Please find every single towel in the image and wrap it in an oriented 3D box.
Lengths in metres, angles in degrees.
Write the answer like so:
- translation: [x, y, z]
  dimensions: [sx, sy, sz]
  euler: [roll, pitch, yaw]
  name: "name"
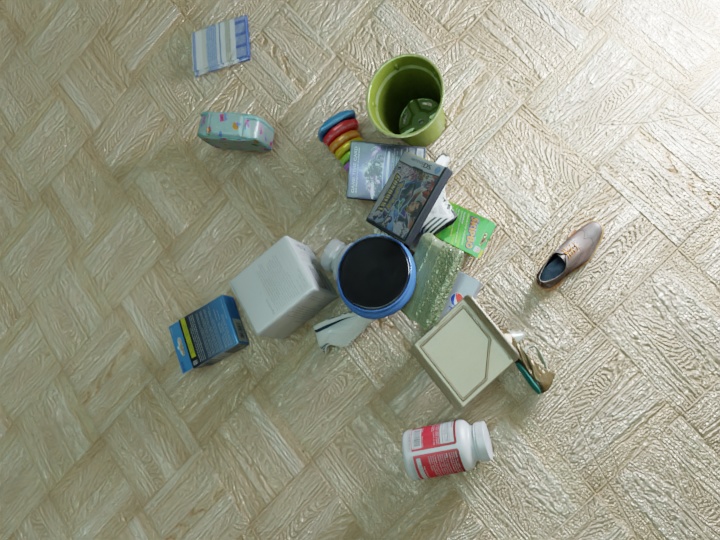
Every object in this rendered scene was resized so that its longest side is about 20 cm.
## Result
- translation: [-0.418, -0.669, 1.940]
  dimensions: [0.194, 0.024, 0.152]
  euler: [-12, 76, 16]
  name: "towel"
- translation: [0.159, 0.024, 1.536]
  dimensions: [0.147, 0.036, 0.205]
  euler: [32, 100, 46]
  name: "towel"

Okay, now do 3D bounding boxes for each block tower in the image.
- translation: [0.131, -0.076, 1.632]
  dimensions: [0.196, 0.058, 0.055]
  euler: [27, 91, 20]
  name: "block tower"

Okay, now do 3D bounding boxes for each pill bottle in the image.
- translation: [0.000, 0.000, 1.638]
  dimensions: [0.196, 0.111, 0.114]
  euler: [28, 92, 21]
  name: "pill bottle"
- translation: [0.201, 0.412, 1.503]
  dimensions: [0.194, 0.112, 0.116]
  euler: [-15, 77, 17]
  name: "pill bottle"

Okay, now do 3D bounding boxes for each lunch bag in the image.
- translation: [-0.344, -0.383, 1.800]
  dimensions: [0.193, 0.160, 0.080]
  euler: [8, 89, 15]
  name: "lunch bag"

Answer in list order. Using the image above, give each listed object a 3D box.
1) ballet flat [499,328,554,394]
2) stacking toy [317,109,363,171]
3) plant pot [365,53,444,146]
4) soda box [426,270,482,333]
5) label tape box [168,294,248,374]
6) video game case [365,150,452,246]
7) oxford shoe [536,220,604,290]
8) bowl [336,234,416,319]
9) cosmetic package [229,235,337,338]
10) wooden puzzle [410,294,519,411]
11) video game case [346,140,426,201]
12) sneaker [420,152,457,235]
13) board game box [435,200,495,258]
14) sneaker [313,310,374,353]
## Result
- translation: [0.373, 0.190, 1.504]
  dimensions: [0.072, 0.068, 0.200]
  euler: [-38, 70, -11]
  name: "ballet flat"
- translation: [-0.021, -0.305, 1.707]
  dimensions: [0.114, 0.110, 0.204]
  euler: [-29, 85, -1]
  name: "stacking toy"
- translation: [0.131, -0.399, 1.611]
  dimensions: [0.194, 0.184, 0.208]
  euler: [-3, 81, 18]
  name: "plant pot"
- translation: [0.221, 0.107, 1.566]
  dimensions: [0.067, 0.063, 0.205]
  euler: [25, 91, 19]
  name: "soda box"
- translation: [-0.420, 0.179, 1.793]
  dimensions: [0.196, 0.066, 0.147]
  euler: [-29, 73, 17]
  name: "label tape box"
- translation: [0.114, -0.179, 1.574]
  dimensions: [0.180, 0.025, 0.204]
  euler: [33, 93, 51]
  name: "video game case"
- translation: [0.482, -0.035, 1.486]
  dimensions: [0.071, 0.073, 0.201]
  euler: [43, 97, 21]
  name: "oxford shoe"
- translation: [0.035, 0.011, 1.544]
  dimensions: [0.194, 0.039, 0.207]
  euler: [-5, 70, 13]
  name: "bowl"
- translation: [-0.197, 0.049, 1.675]
  dimensions: [0.198, 0.164, 0.167]
  euler: [-36, 72, 10]
  name: "cosmetic package"
- translation: [0.239, 0.190, 1.503]
  dimensions: [0.200, 0.037, 0.186]
  euler: [-43, 76, 13]
  name: "wooden puzzle"
- translation: [0.065, -0.249, 1.658]
  dimensions: [0.193, 0.019, 0.148]
  euler: [5, 91, 2]
  name: "video game case"
- translation: [0.199, -0.179, 1.600]
  dimensions: [0.113, 0.076, 0.205]
  euler: [25, 84, 6]
  name: "sneaker"
- translation: [0.232, -0.112, 1.614]
  dimensions: [0.197, 0.030, 0.098]
  euler: [29, 90, 24]
  name: "board game box"
- translation: [-0.024, 0.145, 1.655]
  dimensions: [0.195, 0.076, 0.083]
  euler: [-22, 86, 21]
  name: "sneaker"
